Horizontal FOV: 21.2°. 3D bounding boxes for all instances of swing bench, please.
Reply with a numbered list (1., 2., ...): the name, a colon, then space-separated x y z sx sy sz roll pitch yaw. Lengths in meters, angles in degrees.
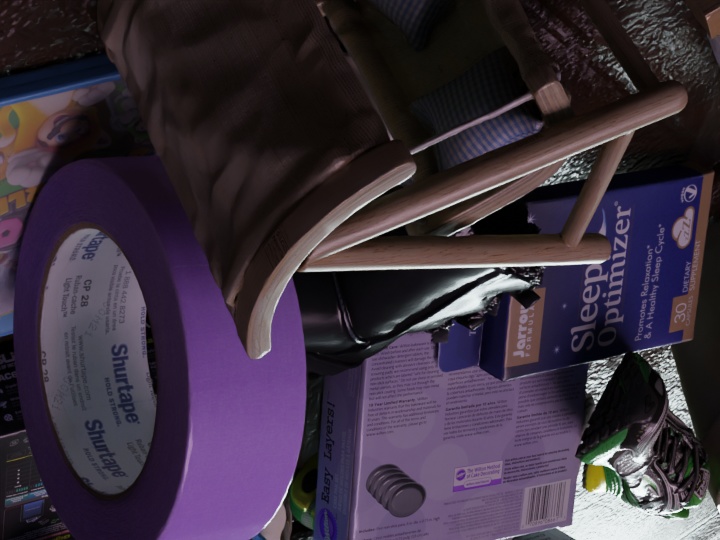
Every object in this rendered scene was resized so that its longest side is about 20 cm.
1. swing bench: 0.004 -0.092 0.884 0.199 0.199 0.130 -14 147 -24

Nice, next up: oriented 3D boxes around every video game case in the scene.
1. video game case: -0.158 -0.037 1.018 0.143 0.018 0.200 -16 148 -20

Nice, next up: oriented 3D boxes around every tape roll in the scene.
1. tape roll: -0.106 0.043 0.965 0.065 0.200 0.200 -4 143 -32

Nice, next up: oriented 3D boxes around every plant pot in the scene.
1. plant pot: 0.301 0.055 1.371 0.199 0.174 0.200 -21 150 -13

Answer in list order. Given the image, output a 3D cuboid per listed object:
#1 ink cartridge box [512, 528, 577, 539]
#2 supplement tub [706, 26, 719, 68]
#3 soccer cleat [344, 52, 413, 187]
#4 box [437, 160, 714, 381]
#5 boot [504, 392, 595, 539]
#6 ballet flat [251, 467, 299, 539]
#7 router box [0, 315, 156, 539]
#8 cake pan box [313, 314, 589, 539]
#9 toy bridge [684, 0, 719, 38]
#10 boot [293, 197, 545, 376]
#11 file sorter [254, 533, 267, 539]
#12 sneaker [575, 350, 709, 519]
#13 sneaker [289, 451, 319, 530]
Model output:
1. ink cartridge box: 0.065 0.241 1.479 0.199 0.200 0.041 -17 104 -18
2. supplement tub: 0.280 -0.122 1.126 0.132 0.132 0.200 -31 151 7
3. soccer cleat: 0.025 -0.075 1.062 0.200 0.069 0.078 1 143 -44
4. box: 0.141 0.001 1.239 0.200 0.032 0.122 -9 114 -32
5. boot: 0.103 0.158 1.444 0.200 0.073 0.096 -37 152 -41
6. ballet flat: -0.076 0.176 1.365 0.067 0.064 0.200 -18 149 -15
7. router box: -0.145 0.095 1.185 0.199 0.062 0.150 -14 146 -22
8. cake pan box: 0.067 0.090 1.269 0.200 0.052 0.185 -7 110 -33
9. toy bridge: 0.257 -0.207 1.040 0.200 0.067 0.027 -33 150 6
10. boot: 0.000 0.001 1.079 0.162 0.074 0.198 -26 155 31
11. file sorter: -0.162 0.257 1.298 0.123 0.139 0.200 32 123 -21
12. sneaker: 0.196 0.114 1.280 0.078 0.085 0.200 -63 163 -12
13. sneaker: 0.003 0.173 1.362 0.084 0.074 0.200 -58 159 9
